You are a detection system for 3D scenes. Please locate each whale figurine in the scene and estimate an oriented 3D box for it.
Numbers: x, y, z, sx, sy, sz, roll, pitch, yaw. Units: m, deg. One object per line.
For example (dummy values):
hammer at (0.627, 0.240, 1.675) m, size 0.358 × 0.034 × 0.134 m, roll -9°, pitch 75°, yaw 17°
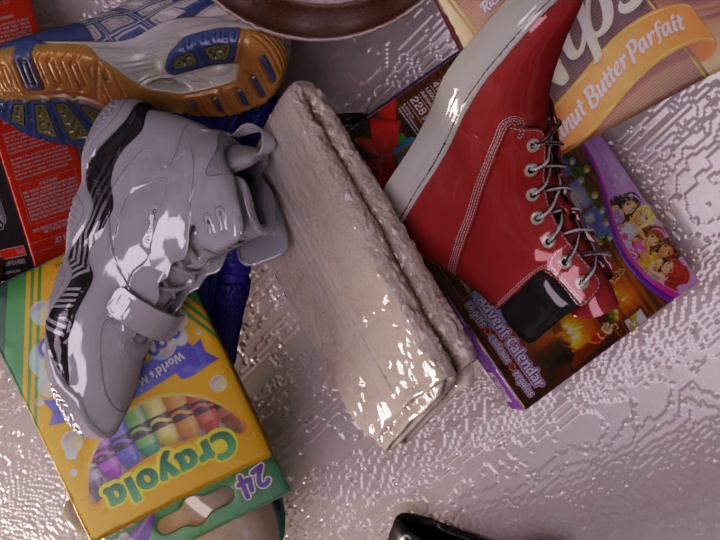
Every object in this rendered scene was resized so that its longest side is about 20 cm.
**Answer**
whale figurine at (-0.130, 0.133, 1.160) m, size 0.158 × 0.104 × 0.201 m, roll -25°, pitch 104°, yaw 24°

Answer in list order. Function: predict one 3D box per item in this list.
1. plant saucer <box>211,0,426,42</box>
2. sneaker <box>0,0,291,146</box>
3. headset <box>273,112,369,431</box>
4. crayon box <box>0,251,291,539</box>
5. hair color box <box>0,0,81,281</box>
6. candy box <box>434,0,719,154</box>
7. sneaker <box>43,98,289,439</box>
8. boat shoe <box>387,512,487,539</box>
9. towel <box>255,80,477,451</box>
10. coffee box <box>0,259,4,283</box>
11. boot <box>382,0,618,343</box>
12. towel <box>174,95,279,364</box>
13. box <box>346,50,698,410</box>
plant saucer at (-0.022, -0.234, 0.992) m, size 0.199 × 0.034 × 0.202 m, roll 3°, pitch 102°, yaw 13°
sneaker at (-0.137, -0.134, 1.068) m, size 0.198 × 0.088 × 0.076 m, roll -4°, pitch 133°, yaw 10°
headset at (0.000, 0.000, 1.093) m, size 0.123 × 0.094 × 0.202 m, roll -12°, pitch 90°, yaw 21°
crayon box at (-0.139, 0.079, 1.074) m, size 0.125 × 0.052 × 0.201 m, roll -26°, pitch 93°, yaw -3°
hair color box at (-0.243, -0.095, 1.136) m, size 0.101 × 0.061 × 0.201 m, roll -9°, pitch 99°, yaw 49°
candy box at (0.155, -0.153, 0.991) m, size 0.199 × 0.055 × 0.116 m, roll -28°, pitch 93°, yaw 7°
sneaker at (-0.111, 0.002, 0.993) m, size 0.114 × 0.075 × 0.202 m, roll 6°, pitch 84°, yaw 24°
boat shoe at (0.106, 0.208, 1.133) m, size 0.199 × 0.069 × 0.057 m, roll 11°, pitch 108°, yaw 17°
towel at (-0.006, -0.001, 1.000) m, size 0.201 × 0.034 × 0.133 m, roll 61°, pitch 152°, yaw 12°
coffee box at (-0.336, 0.010, 1.168) m, size 0.199 × 0.079 × 0.115 m, roll 31°, pitch 119°, yaw 36°
boot at (0.103, -0.055, 0.932) m, size 0.144 × 0.072 × 0.201 m, roll 40°, pitch 134°, yaw 13°
towel at (-0.131, -0.040, 1.131) m, size 0.147 × 0.049 × 0.201 m, roll 22°, pitch 111°, yaw 27°
box at (0.094, -0.036, 1.049) m, size 0.136 × 0.039 × 0.201 m, roll -36°, pitch 93°, yaw -8°
